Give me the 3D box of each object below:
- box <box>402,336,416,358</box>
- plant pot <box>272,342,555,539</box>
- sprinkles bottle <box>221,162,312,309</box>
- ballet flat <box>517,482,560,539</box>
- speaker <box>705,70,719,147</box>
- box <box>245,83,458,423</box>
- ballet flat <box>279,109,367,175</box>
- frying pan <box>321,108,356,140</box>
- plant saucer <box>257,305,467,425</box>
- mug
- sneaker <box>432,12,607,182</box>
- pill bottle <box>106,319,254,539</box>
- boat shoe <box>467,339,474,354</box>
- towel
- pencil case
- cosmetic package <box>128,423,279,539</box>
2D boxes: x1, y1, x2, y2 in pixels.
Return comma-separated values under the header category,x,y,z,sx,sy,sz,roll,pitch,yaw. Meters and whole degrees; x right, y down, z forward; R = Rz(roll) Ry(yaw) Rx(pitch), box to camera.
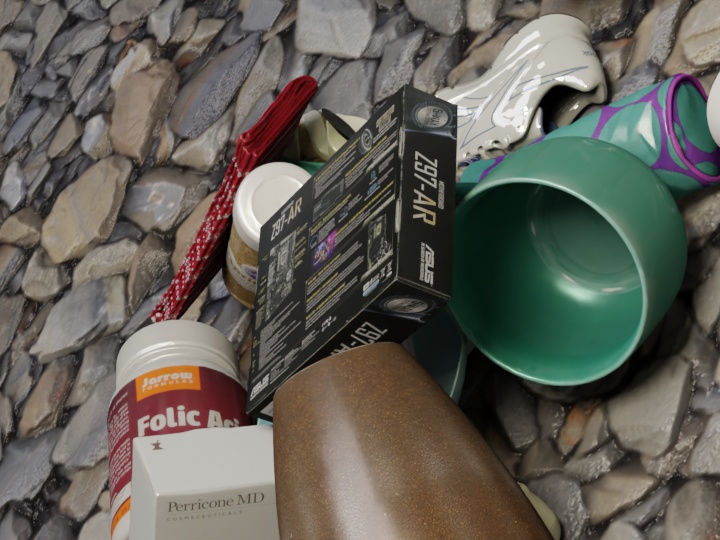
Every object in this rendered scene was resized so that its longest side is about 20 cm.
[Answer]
category,x,y,z,sx,sy,sz,roll,pitch,yaw
box,0.000,0.000,1.748,0.041,0.039,0.200,-40,39,26
plant pot,0.022,0.154,1.560,0.187,0.187,0.200,-32,69,28
sprinkles bottle,-0.069,-0.024,1.914,0.068,0.068,0.200,-64,-1,-16
ballet flat,0.060,0.154,1.692,0.200,0.069,0.070,11,68,53
speaker,0.314,-0.085,1.595,0.081,0.081,0.200,-54,33,-2
box,-0.007,-0.006,1.651,0.200,0.043,0.160,-43,34,45
ballet flat,-0.020,-0.096,2.001,0.067,0.071,0.200,-25,21,-34
frying pan,0.035,-0.071,1.857,0.031,0.115,0.190,-43,20,2
plant saucer,0.005,0.089,1.730,0.200,0.027,0.200,-30,44,34
mug,0.133,-0.025,1.665,0.152,0.185,0.114,-45,-3,37
sneaker,0.103,-0.109,1.876,0.200,0.074,0.087,-43,41,16
pill bottle,-0.134,0.139,1.857,0.114,0.114,0.200,-36,38,23
boat shoe,0.038,0.079,1.789,0.200,0.075,0.068,-45,46,15
towel,-0.101,-0.055,1.963,0.200,0.022,0.145,-61,-4,33
pencil case,0.164,-0.070,1.753,0.200,0.085,0.092,-22,6,36
cosmetic package,-0.107,0.211,1.714,0.071,0.101,0.200,-118,28,-54
